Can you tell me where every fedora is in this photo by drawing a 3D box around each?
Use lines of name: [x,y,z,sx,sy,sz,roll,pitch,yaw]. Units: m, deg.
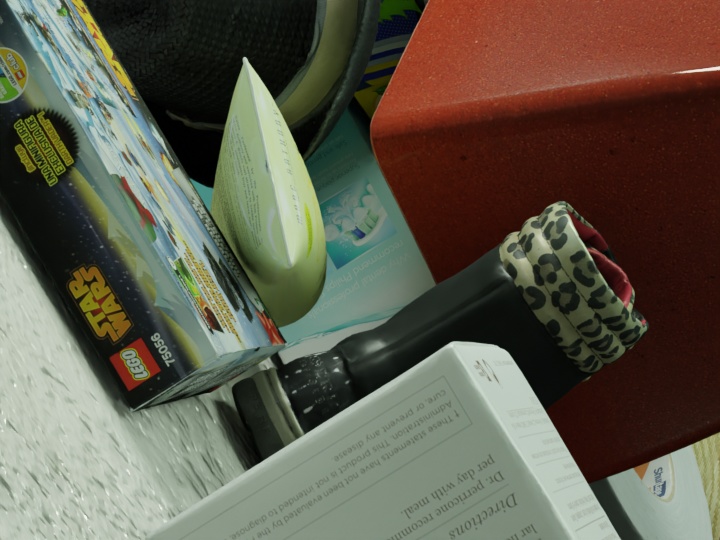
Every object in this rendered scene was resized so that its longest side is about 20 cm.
fedora: [-0.079,-0.128,1.179,0.091,0.201,0.201,4,46,-39]

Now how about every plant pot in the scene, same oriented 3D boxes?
plant pot: [0.143,-0.050,1.220,0.200,0.176,0.200,63,32,-29]

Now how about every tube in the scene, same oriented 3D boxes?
tube: [-0.035,-0.018,1.103,0.058,0.052,0.200,36,-10,6]

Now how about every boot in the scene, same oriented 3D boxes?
boot: [0.051,0.056,1.146,0.074,0.154,0.204,62,9,27]

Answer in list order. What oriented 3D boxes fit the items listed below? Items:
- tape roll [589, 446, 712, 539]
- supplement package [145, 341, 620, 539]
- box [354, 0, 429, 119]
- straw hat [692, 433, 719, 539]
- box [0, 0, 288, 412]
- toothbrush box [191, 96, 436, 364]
tape roll: [0.107,0.080,1.447,0.200,0.066,0.201,54,22,-33]
supplement package: [0.041,0.136,0.896,0.200,0.117,0.117,59,7,7]
box: [0.034,-0.086,1.308,0.200,0.064,0.070,54,7,-41]
straw hat: [0.129,0.136,1.592,0.085,0.202,0.201,11,22,-12]
box: [-0.102,-0.047,1.005,0.200,0.040,0.137,59,8,5]
toothbrush box: [0.000,0.000,1.318,0.200,0.085,0.146,60,7,23]
